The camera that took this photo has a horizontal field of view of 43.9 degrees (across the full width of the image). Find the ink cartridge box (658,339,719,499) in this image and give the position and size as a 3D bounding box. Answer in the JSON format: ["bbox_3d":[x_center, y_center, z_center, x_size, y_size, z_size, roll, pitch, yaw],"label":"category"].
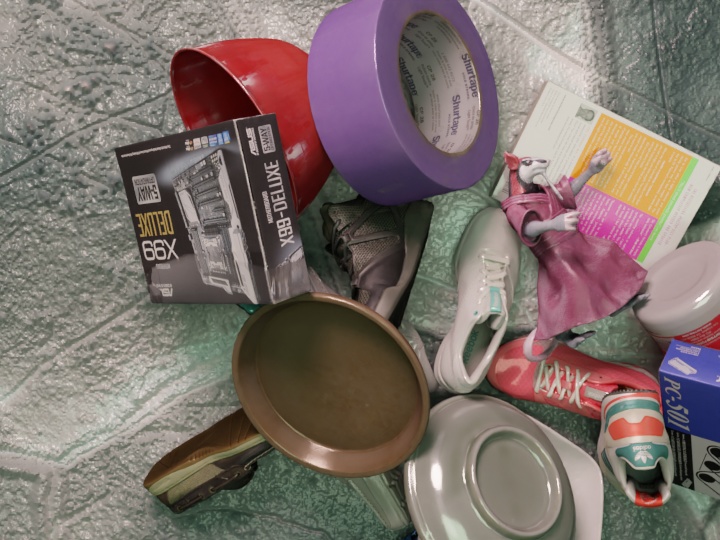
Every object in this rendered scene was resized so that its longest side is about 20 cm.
[{"bbox_3d":[0.353,0.157,0.889,0.093,0.201,0.044,14,53,34],"label":"ink cartridge box"}]

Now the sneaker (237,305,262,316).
[{"bbox_3d":[-0.146,-0.028,0.928,0.078,0.091,0.200,-44,93,3],"label":"sneaker"}]

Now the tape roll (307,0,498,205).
[{"bbox_3d":[0.046,-0.168,0.857,0.084,0.199,0.202,-9,96,40],"label":"tape roll"}]

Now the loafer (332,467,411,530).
[{"bbox_3d":[-0.016,0.195,0.961,0.070,0.070,0.201,-35,85,13],"label":"loafer"}]

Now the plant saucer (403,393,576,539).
[{"bbox_3d":[0.138,0.208,0.859,0.198,0.050,0.202,15,55,-23],"label":"plant saucer"}]

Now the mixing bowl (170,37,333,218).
[{"bbox_3d":[-0.086,-0.150,0.885,0.108,0.200,0.201,-35,94,-24],"label":"mixing bowl"}]

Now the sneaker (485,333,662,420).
[{"bbox_3d":[0.230,0.115,0.940,0.198,0.087,0.075,11,94,0],"label":"sneaker"}]

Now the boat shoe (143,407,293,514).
[{"bbox_3d":[-0.139,0.200,0.956,0.199,0.073,0.065,-28,111,22],"label":"boat shoe"}]

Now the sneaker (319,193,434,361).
[{"bbox_3d":[0.000,0.000,0.906,0.113,0.077,0.201,14,57,7],"label":"sneaker"}]

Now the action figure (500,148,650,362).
[{"bbox_3d":[0.197,-0.033,0.906,0.201,0.133,0.149,56,136,6],"label":"action figure"}]

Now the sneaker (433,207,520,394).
[{"bbox_3d":[0.131,0.029,0.920,0.074,0.088,0.202,14,81,-5],"label":"sneaker"}]

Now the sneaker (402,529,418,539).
[{"bbox_3d":[0.038,0.318,0.964,0.110,0.077,0.202,22,95,-4],"label":"sneaker"}]

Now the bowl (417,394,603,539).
[{"bbox_3d":[0.146,0.251,0.917,0.199,0.075,0.201,30,51,-14],"label":"bowl"}]

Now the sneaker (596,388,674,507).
[{"bbox_3d":[0.278,0.204,0.901,0.069,0.201,0.094,-6,51,13],"label":"sneaker"}]

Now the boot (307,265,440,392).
[{"bbox_3d":[0.005,0.062,0.954,0.095,0.074,0.201,-32,99,-7],"label":"boot"}]

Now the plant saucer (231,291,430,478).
[{"bbox_3d":[-0.027,0.107,0.844,0.198,0.030,0.202,9,117,17],"label":"plant saucer"}]

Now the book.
[{"bbox_3d":[0.254,-0.094,0.943,0.198,0.048,0.135,26,99,-1],"label":"book"}]

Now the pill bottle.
[{"bbox_3d":[0.376,0.077,0.913,0.112,0.112,0.200,-41,108,4],"label":"pill bottle"}]

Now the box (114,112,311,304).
[{"bbox_3d":[-0.140,-0.051,0.825,0.049,0.199,0.160,-19,103,-43],"label":"box"}]
